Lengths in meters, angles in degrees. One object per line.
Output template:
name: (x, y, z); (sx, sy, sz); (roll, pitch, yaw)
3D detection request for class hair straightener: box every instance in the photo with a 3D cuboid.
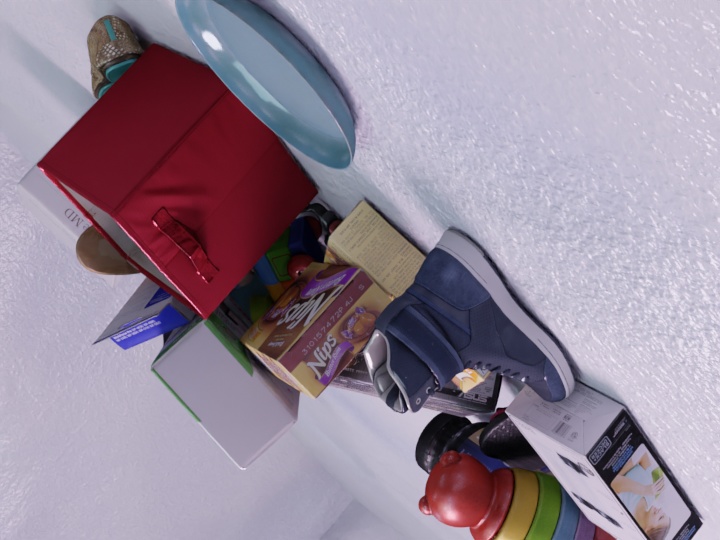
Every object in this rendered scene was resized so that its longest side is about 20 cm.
hair straightener: (0.000, 0.000, 1.386); (0.200, 0.041, 0.077); (42, 168, 1)

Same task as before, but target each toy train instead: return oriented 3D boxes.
toy train: (-0.072, 0.041, 1.474); (0.085, 0.114, 0.201); (-85, -24, -51)

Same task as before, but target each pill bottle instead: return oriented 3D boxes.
pill bottle: (0.162, 0.255, 1.585); (0.199, 0.112, 0.112); (33, 165, 40)

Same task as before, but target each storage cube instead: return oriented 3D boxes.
storage cube: (-0.183, -0.092, 1.322); (0.199, 0.180, 0.171); (28, 162, 47)

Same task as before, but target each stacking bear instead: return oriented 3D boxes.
stacking bear: (0.160, 0.254, 1.367); (0.198, 0.122, 0.114); (24, -164, -11)

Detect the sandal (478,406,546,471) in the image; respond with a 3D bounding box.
sandal: (0.168, 0.174, 1.400); (0.200, 0.074, 0.046); (51, -158, -64)

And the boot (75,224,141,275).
boot: (-0.277, -0.034, 1.500); (0.143, 0.200, 0.072); (-7, 100, 44)

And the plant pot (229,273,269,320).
plant pot: (-0.081, 0.052, 1.582); (0.198, 0.142, 0.141); (29, 172, 11)

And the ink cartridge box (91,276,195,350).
ink cartridge box: (-0.211, 0.028, 1.433); (0.099, 0.200, 0.039); (-22, 110, 28)

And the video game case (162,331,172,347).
video game case: (-0.209, 0.059, 1.657); (0.200, 0.025, 0.183); (62, -161, -62)

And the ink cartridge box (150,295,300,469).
ink cartridge box: (-0.140, 0.112, 1.413); (0.145, 0.084, 0.200); (48, -176, -7)

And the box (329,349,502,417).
box: (0.041, 0.114, 1.425); (0.197, 0.049, 0.158); (13, 171, -6)

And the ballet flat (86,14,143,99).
ballet flat: (-0.268, -0.234, 1.431); (0.200, 0.070, 0.066); (153, 97, -75)

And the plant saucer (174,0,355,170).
plant saucer: (-0.073, -0.164, 1.083); (0.200, 0.027, 0.200); (41, 169, 10)

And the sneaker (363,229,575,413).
sneaker: (0.091, 0.084, 1.136); (0.202, 0.147, 0.077); (47, 166, -27)

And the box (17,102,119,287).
box: (-0.382, -0.108, 1.942); (0.199, 0.172, 0.200); (43, 169, -5)

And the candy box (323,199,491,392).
candy box: (0.054, 0.029, 1.271); (0.200, 0.055, 0.115); (42, 169, 4)

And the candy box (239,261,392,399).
candy box: (-0.045, 0.054, 1.266); (0.056, 0.117, 0.200); (45, 171, -11)

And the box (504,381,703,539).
box: (0.233, 0.188, 1.239); (0.116, 0.060, 0.200); (27, 160, 53)
